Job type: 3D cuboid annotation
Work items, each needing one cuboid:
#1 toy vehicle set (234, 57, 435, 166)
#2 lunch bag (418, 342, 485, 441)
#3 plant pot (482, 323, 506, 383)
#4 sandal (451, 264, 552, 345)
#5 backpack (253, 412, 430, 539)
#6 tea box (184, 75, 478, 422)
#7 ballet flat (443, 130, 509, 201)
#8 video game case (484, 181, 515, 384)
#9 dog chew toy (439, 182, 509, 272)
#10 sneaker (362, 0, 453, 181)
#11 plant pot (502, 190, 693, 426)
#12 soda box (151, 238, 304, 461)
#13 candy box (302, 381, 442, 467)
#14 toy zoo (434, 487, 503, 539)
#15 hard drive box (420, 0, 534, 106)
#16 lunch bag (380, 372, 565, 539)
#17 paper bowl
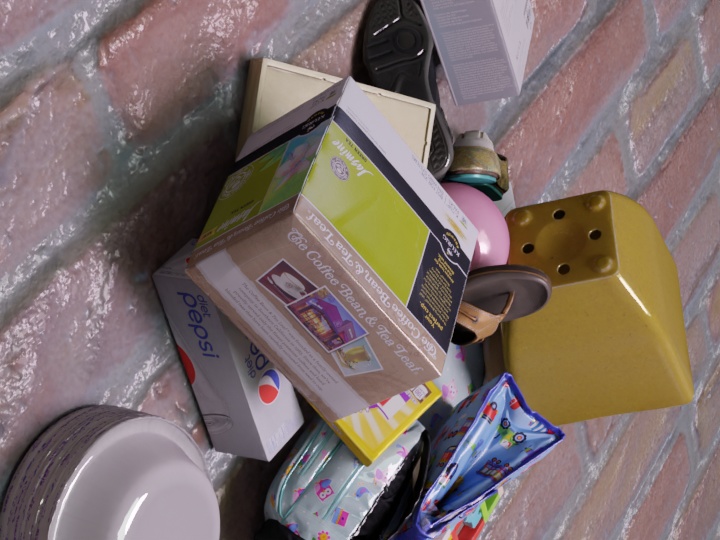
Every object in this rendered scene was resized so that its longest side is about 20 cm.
[{"bbox_3d":[-0.023,-0.118,1.418,0.198,0.026,0.126,11,87,-32],"label":"toy vehicle set"},{"bbox_3d":[0.056,0.120,1.599,0.200,0.077,0.162,36,68,-52],"label":"lunch bag"},{"bbox_3d":[0.163,0.096,1.694,0.200,0.027,0.202,-8,90,-79],"label":"plant pot"},{"bbox_3d":[0.094,0.045,1.474,0.082,0.198,0.055,78,4,-53],"label":"sandal"},{"bbox_3d":[-0.017,0.211,1.437,0.201,0.126,0.167,-56,-179,-16],"label":"backpack"},{"bbox_3d":[-0.018,-0.017,1.288,0.200,0.133,0.198,48,36,-23],"label":"tea box"},{"bbox_3d":[0.128,-0.121,1.643,0.200,0.070,0.071,19,79,-76],"label":"ballet flat"},{"bbox_3d":[0.146,0.024,1.760,0.182,0.024,0.202,-45,130,-42],"label":"video game case"},{"bbox_3d":[0.096,-0.038,1.574,0.200,0.123,0.126,-65,155,-77],"label":"dog chew toy"},{"bbox_3d":[0.050,-0.182,1.549,0.114,0.075,0.201,84,-9,-82],"label":"sneaker"},{"bbox_3d":[0.236,0.026,1.596,0.201,0.194,0.196,59,25,-48],"label":"plant pot"},{"bbox_3d":[-0.118,0.073,1.345,0.063,0.068,0.202,-46,132,-42],"label":"soda box"},{"bbox_3d":[-0.024,0.076,1.394,0.102,0.026,0.200,-42,88,-22],"label":"candy box"},{"bbox_3d":[0.094,0.278,1.623,0.201,0.020,0.132,-54,144,-31],"label":"toy zoo"},{"bbox_3d":[0.119,-0.305,1.578,0.157,0.076,0.201,-74,150,-48],"label":"hard drive box"},{"bbox_3d":[0.088,0.214,1.487,0.094,0.151,0.200,46,66,3],"label":"lunch bag"},{"bbox_3d":[-0.195,0.219,1.230,0.200,0.104,0.203,-17,111,-53],"label":"paper bowl"}]
